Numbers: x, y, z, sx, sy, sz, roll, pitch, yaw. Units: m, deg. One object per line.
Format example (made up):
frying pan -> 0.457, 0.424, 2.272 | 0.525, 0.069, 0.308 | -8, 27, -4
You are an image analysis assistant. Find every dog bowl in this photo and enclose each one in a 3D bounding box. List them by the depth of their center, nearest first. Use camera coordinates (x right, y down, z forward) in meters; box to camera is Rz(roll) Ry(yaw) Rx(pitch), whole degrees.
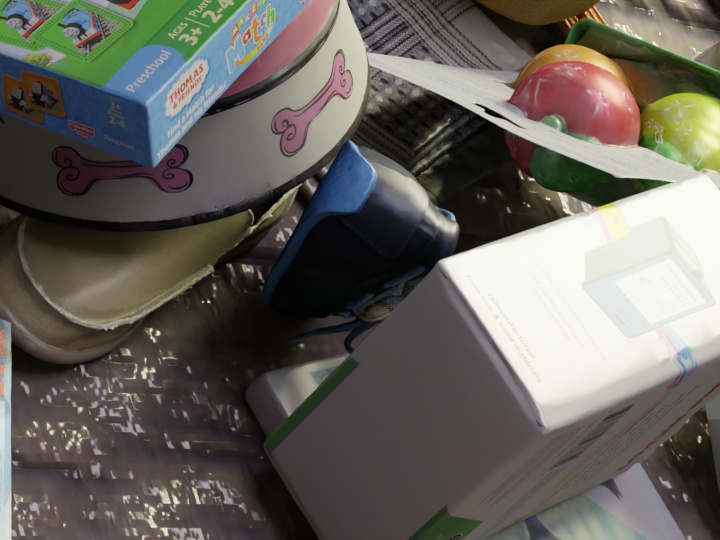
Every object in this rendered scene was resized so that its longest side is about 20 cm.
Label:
dog bowl -> -0.096, -0.109, 1.139 | 0.199, 0.074, 0.200 | -1, 42, 1

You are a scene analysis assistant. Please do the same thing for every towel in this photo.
towel -> -0.006, -0.116, 1.331 | 0.200, 0.035, 0.192 | 48, 39, 4

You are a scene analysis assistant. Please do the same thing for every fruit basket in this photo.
fruit basket -> 0.115, -0.063, 1.278 | 0.185, 0.094, 0.200 | 27, 21, 38

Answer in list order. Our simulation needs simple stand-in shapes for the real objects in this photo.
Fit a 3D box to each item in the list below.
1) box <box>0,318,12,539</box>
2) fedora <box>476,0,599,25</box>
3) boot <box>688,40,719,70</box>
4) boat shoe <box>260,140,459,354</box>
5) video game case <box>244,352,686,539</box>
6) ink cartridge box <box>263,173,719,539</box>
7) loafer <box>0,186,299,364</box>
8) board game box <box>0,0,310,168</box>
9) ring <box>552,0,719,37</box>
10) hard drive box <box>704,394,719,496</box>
box -> -0.199, 0.090, 0.981 | 0.136, 0.038, 0.200 | 18, 46, -28
fedora -> 0.090, -0.190, 1.412 | 0.200, 0.082, 0.201 | 24, 29, -14
boot -> 0.233, -0.045, 1.412 | 0.073, 0.096, 0.201 | 0, 64, -39
boat shoe -> 0.000, 0.000, 1.136 | 0.069, 0.084, 0.200 | 29, -4, -2
video game case -> 0.063, 0.110, 1.201 | 0.200, 0.022, 0.183 | -11, 64, -46
ink cartridge box -> 0.078, 0.047, 1.138 | 0.200, 0.145, 0.088 | -17, 67, -46
loafer -> -0.092, -0.025, 1.150 | 0.076, 0.068, 0.200 | 48, 39, 4
board game box -> -0.130, -0.126, 1.078 | 0.199, 0.037, 0.151 | 19, 47, 23
ring -> 0.174, -0.155, 1.532 | 0.200, 0.019, 0.201 | 23, 44, -25
hard drive box -> 0.262, 0.052, 1.329 | 0.200, 0.077, 0.156 | -15, 97, -47
